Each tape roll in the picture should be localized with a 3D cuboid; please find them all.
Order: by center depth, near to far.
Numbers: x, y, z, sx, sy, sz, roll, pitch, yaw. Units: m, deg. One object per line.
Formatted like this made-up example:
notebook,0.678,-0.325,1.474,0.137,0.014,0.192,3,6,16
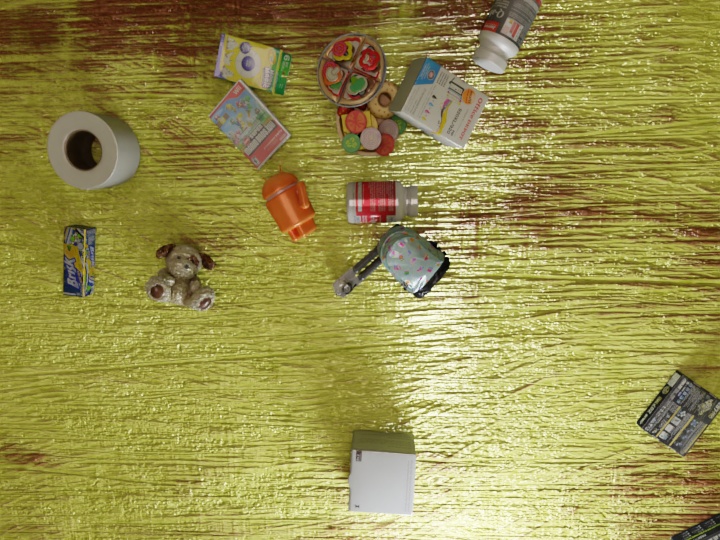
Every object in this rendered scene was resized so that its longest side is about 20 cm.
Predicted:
tape roll,-0.737,-0.333,1.541,0.197,0.139,0.208,1,101,3

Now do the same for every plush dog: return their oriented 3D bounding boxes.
plush dog,-0.519,0.010,1.611,0.196,0.160,0.176,16,87,-28

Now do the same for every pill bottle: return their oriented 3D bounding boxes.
pill bottle,0.378,-0.631,1.442,0.114,0.116,0.203,26,100,-2
pill bottle,0.060,-0.191,1.539,0.195,0.112,0.115,-1,100,3

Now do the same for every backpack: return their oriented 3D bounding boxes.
backpack,0.142,-0.035,1.544,0.199,0.127,0.168,39,94,-19

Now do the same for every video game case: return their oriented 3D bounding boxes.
video game case,-0.308,-0.405,1.545,0.142,0.018,0.200,-40,102,19

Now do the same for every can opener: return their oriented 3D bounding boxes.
can opener,0.000,0.000,1.613,0.199,0.067,0.054,-41,96,-4

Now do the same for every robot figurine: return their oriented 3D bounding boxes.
robot figurine,-0.200,-0.188,1.551,0.115,0.144,0.203,-30,98,-9

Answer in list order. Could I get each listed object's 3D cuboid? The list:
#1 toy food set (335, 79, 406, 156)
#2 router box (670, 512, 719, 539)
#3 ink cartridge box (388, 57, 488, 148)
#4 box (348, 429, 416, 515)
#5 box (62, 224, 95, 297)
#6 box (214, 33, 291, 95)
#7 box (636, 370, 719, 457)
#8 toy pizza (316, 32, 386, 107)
toy food set,0.028,-0.414,1.533,0.195,0.049,0.203,-8,100,4
router box,1.081,0.855,1.699,0.198,0.062,0.152,-31,99,8
ink cartridge box,0.202,-0.435,1.450,0.197,0.145,0.149,25,100,-18
box,0.064,0.607,1.673,0.195,0.131,0.204,3,101,2
box,-0.831,-0.029,1.639,0.068,0.064,0.205,7,100,1
box,-0.294,-0.564,1.524,0.195,0.048,0.120,14,102,-1
box,0.945,0.423,1.636,0.159,0.049,0.202,32,100,-1
toy pizza,-0.026,-0.544,1.496,0.195,0.032,0.206,-1,87,11
